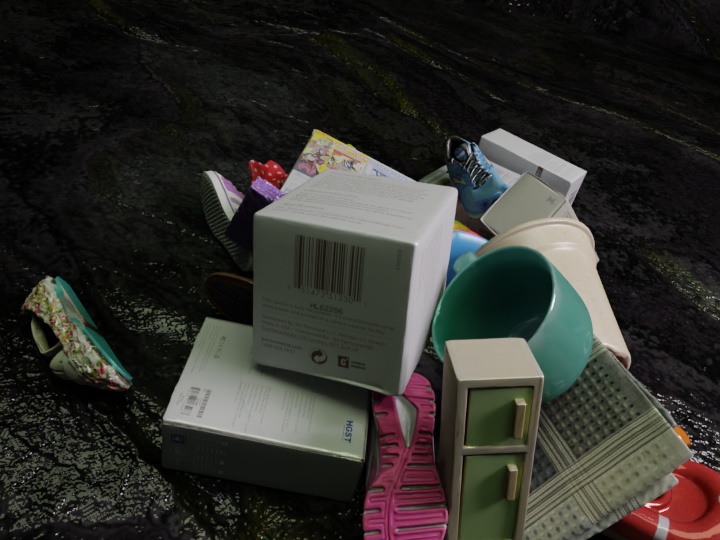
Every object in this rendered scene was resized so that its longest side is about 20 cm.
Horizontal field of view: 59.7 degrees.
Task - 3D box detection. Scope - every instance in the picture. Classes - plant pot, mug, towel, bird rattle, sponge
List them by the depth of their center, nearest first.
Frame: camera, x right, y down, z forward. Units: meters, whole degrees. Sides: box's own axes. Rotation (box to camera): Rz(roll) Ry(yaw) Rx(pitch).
[{"bbox_3d":[0.217,0.178,0.669,0.034,0.200,0.193,36,19,-40],"label":"towel"},{"bbox_3d":[0.172,0.055,0.683,0.114,0.151,0.186,40,48,-30],"label":"mug"},{"bbox_3d":[0.249,0.066,0.820,0.199,0.201,0.184,-1,50,-20],"label":"plant pot"},{"bbox_3d":[-0.076,-0.033,0.839,0.199,0.112,0.030,32,47,-9],"label":"sponge"},{"bbox_3d":[-0.074,-0.141,1.007,0.199,0.114,0.163,-3,22,-29],"label":"bird rattle"}]

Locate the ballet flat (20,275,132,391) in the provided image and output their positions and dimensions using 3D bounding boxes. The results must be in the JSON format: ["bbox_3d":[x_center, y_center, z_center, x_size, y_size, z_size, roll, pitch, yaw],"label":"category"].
[{"bbox_3d":[-0.322,0.083,0.704,0.064,0.076,0.200,-41,53,-13],"label":"ballet flat"}]

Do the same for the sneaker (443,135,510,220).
[{"bbox_3d":[0.171,-0.152,0.987,0.078,0.090,0.200,-33,34,6],"label":"sneaker"}]

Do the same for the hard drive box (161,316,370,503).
[{"bbox_3d":[-0.092,0.145,0.676,0.198,0.077,0.156,12,37,-2],"label":"hard drive box"}]

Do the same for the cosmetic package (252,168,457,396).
[{"bbox_3d":[0.000,0.000,0.682,0.166,0.168,0.200,11,24,16],"label":"cosmetic package"}]

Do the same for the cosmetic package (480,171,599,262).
[{"bbox_3d":[0.272,-0.044,0.941,0.087,0.103,0.200,49,6,39],"label":"cosmetic package"}]

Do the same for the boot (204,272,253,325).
[{"bbox_3d":[-0.100,0.043,0.825,0.199,0.075,0.097,25,26,0],"label":"boot"}]

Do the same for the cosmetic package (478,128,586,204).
[{"bbox_3d":[0.315,-0.178,1.212,0.199,0.113,0.081,32,39,25],"label":"cosmetic package"}]

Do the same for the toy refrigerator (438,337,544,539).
[{"bbox_3d":[0.116,0.167,0.585,0.075,0.201,0.070,-1,25,-2],"label":"toy refrigerator"}]

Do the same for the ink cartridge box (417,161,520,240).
[{"bbox_3d":[0.211,-0.118,1.119,0.175,0.084,0.200,31,39,24],"label":"ink cartridge box"}]

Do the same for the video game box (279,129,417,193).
[{"bbox_3d":[-0.013,-0.096,0.906,0.199,0.047,0.183,27,51,-5],"label":"video game box"}]

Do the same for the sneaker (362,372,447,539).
[{"bbox_3d":[0.044,0.210,0.635,0.081,0.088,0.201,5,59,2],"label":"sneaker"}]

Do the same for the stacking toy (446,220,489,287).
[{"bbox_3d":[0.134,-0.042,0.973,0.109,0.117,0.200,17,27,-18],"label":"stacking toy"}]

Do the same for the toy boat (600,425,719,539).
[{"bbox_3d":[0.308,0.215,0.672,0.199,0.131,0.131,24,38,13],"label":"toy boat"}]

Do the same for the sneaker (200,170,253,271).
[{"bbox_3d":[-0.165,-0.080,0.959,0.114,0.073,0.201,-15,56,-35],"label":"sneaker"}]
